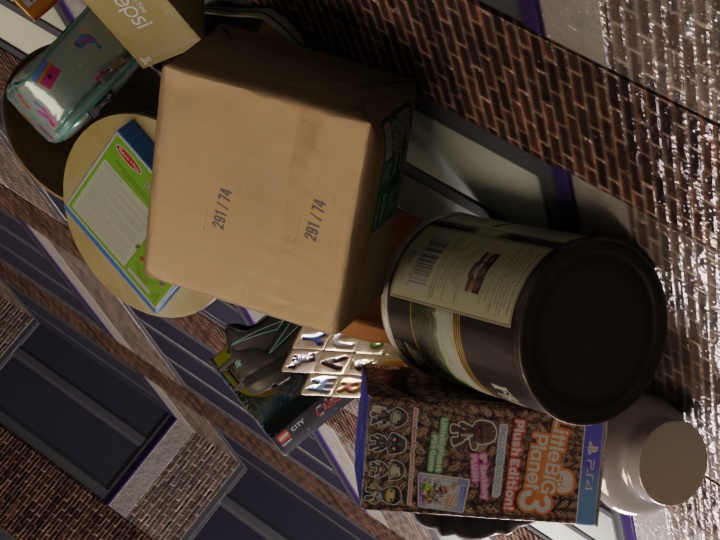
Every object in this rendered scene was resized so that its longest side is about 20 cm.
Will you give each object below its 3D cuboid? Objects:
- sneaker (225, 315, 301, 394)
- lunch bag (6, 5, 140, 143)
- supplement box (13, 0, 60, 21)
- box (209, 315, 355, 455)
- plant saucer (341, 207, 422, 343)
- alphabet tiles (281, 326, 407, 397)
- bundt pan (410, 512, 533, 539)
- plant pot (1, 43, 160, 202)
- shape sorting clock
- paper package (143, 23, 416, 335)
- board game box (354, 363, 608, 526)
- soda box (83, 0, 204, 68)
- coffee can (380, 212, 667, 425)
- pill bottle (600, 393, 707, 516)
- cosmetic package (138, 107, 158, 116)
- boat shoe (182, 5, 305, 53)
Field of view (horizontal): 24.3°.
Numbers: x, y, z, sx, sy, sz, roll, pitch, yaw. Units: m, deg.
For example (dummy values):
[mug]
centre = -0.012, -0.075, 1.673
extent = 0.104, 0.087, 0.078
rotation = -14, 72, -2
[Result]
[sneaker]
centre = -0.042, 0.044, 1.662
extent = 0.079, 0.200, 0.075
rotation = 59, 179, 3
[lunch bag]
centre = -0.249, -0.197, 1.559
extent = 0.077, 0.160, 0.200
rotation = 47, 169, -11
[supplement box]
centre = -0.350, -0.329, 1.551
extent = 0.200, 0.069, 0.067
rotation = 50, -174, -32
[box]
centre = -0.042, 0.079, 1.730
extent = 0.137, 0.200, 0.038
rotation = 47, 173, 41
[plant saucer]
centre = 0.000, 0.000, 1.505
extent = 0.200, 0.200, 0.038
rotation = 34, 126, 15
[alphabet tiles]
centre = 0.029, 0.069, 1.632
extent = 0.199, 0.167, 0.006
rotation = 5, -137, -27
[bundt pan]
centre = 0.131, 0.186, 1.752
extent = 0.202, 0.201, 0.076
rotation = 50, -167, -37
[plant pot]
centre = -0.266, -0.140, 1.682
extent = 0.200, 0.200, 0.027
rotation = 40, 140, -4
[shape sorting clock]
centre = -0.197, -0.051, 1.565
extent = 0.199, 0.039, 0.201
rotation = 17, 121, 30
[paper package]
centre = -0.066, -0.072, 1.342
extent = 0.190, 0.103, 0.201
rotation = 17, 120, 14
[board game box]
centre = 0.098, 0.147, 1.439
extent = 0.199, 0.097, 0.159
rotation = 4, -174, -3
[soda box]
centre = -0.204, -0.258, 1.372
extent = 0.064, 0.068, 0.200
rotation = -19, 141, 19
[coffee can]
centre = 0.129, 0.034, 1.362
extent = 0.146, 0.147, 0.200
rotation = 47, 164, -28
[pill bottle]
centre = 0.232, 0.166, 1.567
extent = 0.112, 0.113, 0.200
rotation = 45, 164, -22
[cosmetic package]
centre = -0.148, -0.108, 1.575
extent = 0.200, 0.071, 0.105
rotation = -8, 116, 43
[boat shoe]
centre = -0.115, -0.186, 1.454
extent = 0.075, 0.062, 0.200
rotation = 43, 166, -24
